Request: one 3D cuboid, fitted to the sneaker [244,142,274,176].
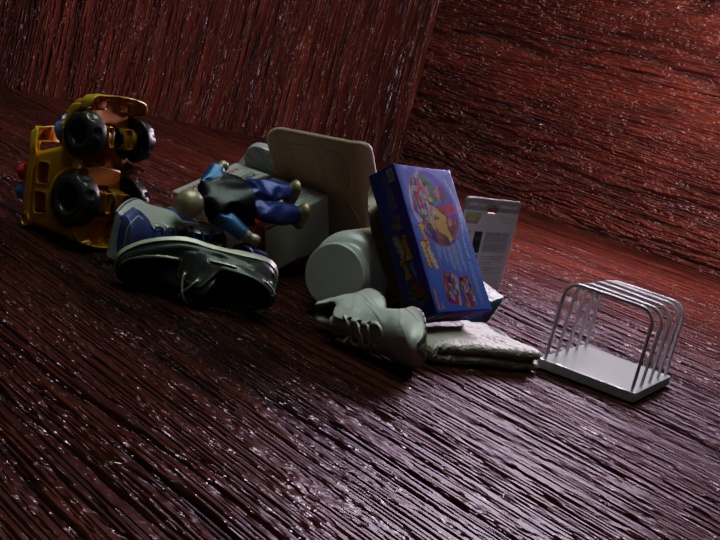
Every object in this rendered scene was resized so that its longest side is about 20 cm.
[{"bbox_3d":[-0.092,-0.142,1.820,0.199,0.073,0.071,34,32,-5],"label":"sneaker"}]

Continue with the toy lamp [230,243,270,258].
[{"bbox_3d":[-0.191,-0.007,1.491,0.058,0.059,0.199,21,14,32],"label":"toy lamp"}]

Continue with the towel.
[{"bbox_3d":[0.129,0.090,1.490,0.198,0.035,0.132,7,12,-37],"label":"towel"}]

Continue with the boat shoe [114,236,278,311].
[{"bbox_3d":[-0.196,0.008,1.365,0.198,0.072,0.068,8,35,-8],"label":"boat shoe"}]

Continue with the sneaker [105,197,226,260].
[{"bbox_3d":[-0.245,-0.045,1.539,0.114,0.082,0.199,16,8,18],"label":"sneaker"}]

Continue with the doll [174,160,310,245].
[{"bbox_3d":[-0.162,-0.090,1.565,0.198,0.048,0.138,0,58,-39],"label":"doll"}]

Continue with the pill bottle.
[{"bbox_3d":[0.000,0.000,1.566,0.111,0.114,0.200,18,10,19],"label":"pill bottle"}]

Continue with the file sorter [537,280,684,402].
[{"bbox_3d":[0.354,0.089,1.576,0.138,0.126,0.199,20,11,26],"label":"file sorter"}]

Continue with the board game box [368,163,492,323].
[{"bbox_3d":[0.092,-0.034,1.493,0.045,0.202,0.134,-24,-15,35],"label":"board game box"}]

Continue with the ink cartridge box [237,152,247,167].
[{"bbox_3d":[-0.124,-0.112,1.923,0.200,0.050,0.161,43,4,-14],"label":"ink cartridge box"}]

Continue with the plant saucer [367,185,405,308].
[{"bbox_3d":[0.070,-0.035,1.564,0.036,0.203,0.200,-19,-3,21],"label":"plant saucer"}]

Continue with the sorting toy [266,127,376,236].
[{"bbox_3d":[-0.046,-0.122,1.726,0.199,0.187,0.036,13,35,39],"label":"sorting toy"}]

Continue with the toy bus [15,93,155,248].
[{"bbox_3d":[-0.392,-0.143,1.558,0.190,0.203,0.135,11,6,29],"label":"toy bus"}]

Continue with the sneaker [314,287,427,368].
[{"bbox_3d":[0.013,0.073,1.355,0.086,0.075,0.199,-4,11,-28],"label":"sneaker"}]

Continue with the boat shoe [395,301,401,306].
[{"bbox_3d":[0.054,0.018,1.678,0.198,0.068,0.057,12,-2,22],"label":"boat shoe"}]

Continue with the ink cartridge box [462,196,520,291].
[{"bbox_3d":[0.167,-0.043,1.875,0.083,0.178,0.199,21,11,32],"label":"ink cartridge box"}]

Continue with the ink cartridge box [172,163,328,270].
[{"bbox_3d":[-0.167,-0.081,1.728,0.199,0.085,0.144,20,34,34],"label":"ink cartridge box"}]

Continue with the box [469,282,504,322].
[{"bbox_3d":[0.118,0.004,1.733,0.199,0.049,0.082,38,16,15],"label":"box"}]
